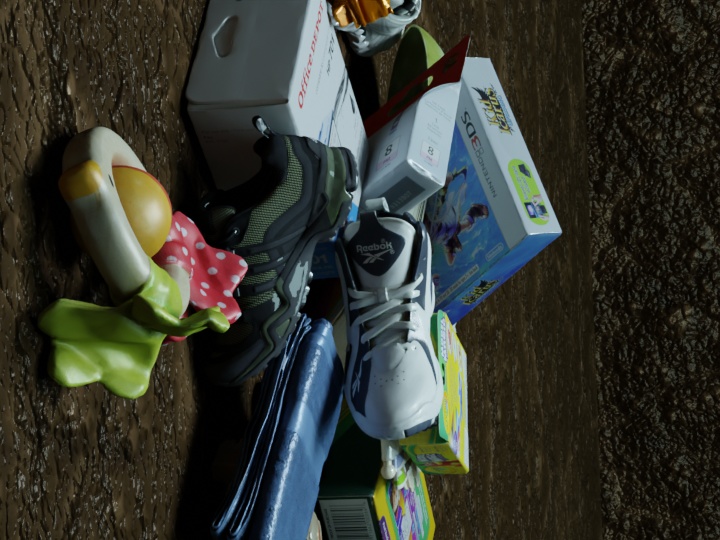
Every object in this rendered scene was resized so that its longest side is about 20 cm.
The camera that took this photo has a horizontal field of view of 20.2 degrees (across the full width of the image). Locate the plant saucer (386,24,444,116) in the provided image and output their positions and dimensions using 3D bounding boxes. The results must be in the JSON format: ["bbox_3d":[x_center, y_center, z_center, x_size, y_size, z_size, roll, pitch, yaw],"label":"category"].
[{"bbox_3d":[0.056,-0.139,1.975,0.200,0.031,0.200,-175,-90,-79],"label":"plant saucer"}]

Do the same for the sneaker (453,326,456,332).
[{"bbox_3d":[0.056,0.054,1.976,0.100,0.075,0.200,51,9,21],"label":"sneaker"}]

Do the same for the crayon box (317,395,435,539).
[{"bbox_3d":[0.017,0.226,1.895,0.173,0.058,0.200,-75,158,-52],"label":"crayon box"}]

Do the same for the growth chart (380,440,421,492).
[{"bbox_3d":[0.036,0.127,1.801,0.200,0.018,0.145,12,75,-81],"label":"growth chart"}]

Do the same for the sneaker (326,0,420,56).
[{"bbox_3d":[0.023,-0.249,1.925,0.200,0.081,0.075,11,76,-77],"label":"sneaker"}]

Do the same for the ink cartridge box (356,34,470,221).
[{"bbox_3d":[0.016,-0.110,1.735,0.057,0.162,0.200,32,43,-25],"label":"ink cartridge box"}]

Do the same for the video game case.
[{"bbox_3d":[0.078,-0.063,1.821,0.045,0.200,0.182,-3,63,-37],"label":"video game case"}]

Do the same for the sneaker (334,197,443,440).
[{"bbox_3d":[0.017,0.024,1.533,0.199,0.079,0.130,-78,157,-48],"label":"sneaker"}]

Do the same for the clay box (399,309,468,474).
[{"bbox_3d":[0.063,0.108,1.771,0.200,0.048,0.115,56,32,-73],"label":"clay box"}]

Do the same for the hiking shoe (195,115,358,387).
[{"bbox_3d":[-0.084,-0.014,1.475,0.200,0.101,0.076,-65,-161,8],"label":"hiking shoe"}]

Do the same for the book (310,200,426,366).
[{"bbox_3d":[0.000,0.000,1.761,0.134,0.048,0.200,-49,-162,40],"label":"book"}]

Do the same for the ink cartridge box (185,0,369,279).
[{"bbox_3d":[-0.061,-0.110,1.567,0.200,0.086,0.147,74,20,-49],"label":"ink cartridge box"}]

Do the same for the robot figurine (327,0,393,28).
[{"bbox_3d":[-0.035,-0.281,1.607,0.200,0.058,0.145,-122,-170,-52],"label":"robot figurine"}]

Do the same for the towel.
[{"bbox_3d":[-0.058,0.139,1.500,0.112,0.048,0.200,75,25,-54],"label":"towel"}]

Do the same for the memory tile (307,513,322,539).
[{"bbox_3d":[-0.051,0.179,1.656,0.153,0.017,0.200,-85,169,-69],"label":"memory tile"}]

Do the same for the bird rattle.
[{"bbox_3d":[-0.131,-0.016,1.260,0.200,0.113,0.163,-65,134,-67],"label":"bird rattle"}]

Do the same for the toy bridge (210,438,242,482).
[{"bbox_3d":[-0.079,0.215,1.573,0.067,0.027,0.200,-70,154,-58],"label":"toy bridge"}]
